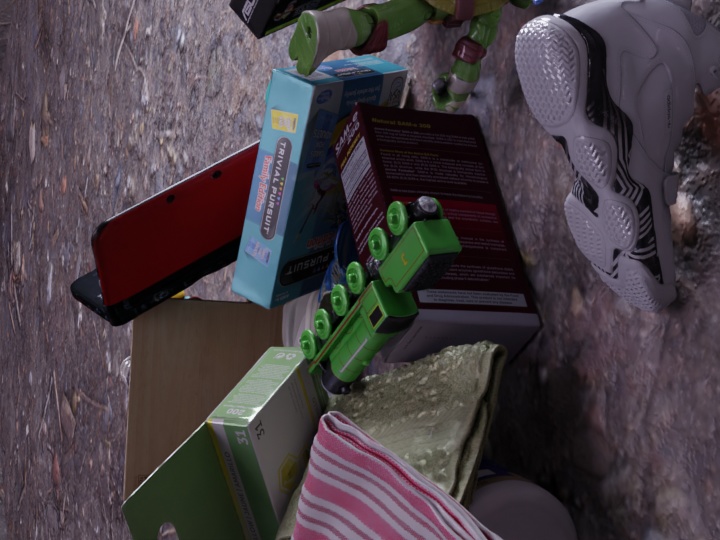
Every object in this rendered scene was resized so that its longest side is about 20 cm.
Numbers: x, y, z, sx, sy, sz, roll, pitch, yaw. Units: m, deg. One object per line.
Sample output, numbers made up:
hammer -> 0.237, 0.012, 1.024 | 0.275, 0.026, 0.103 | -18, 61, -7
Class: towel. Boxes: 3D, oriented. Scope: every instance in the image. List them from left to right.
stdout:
towel -> 0.013, 0.195, 0.823 | 0.146, 0.030, 0.201 | 35, 136, 21
towel -> 0.020, 0.127, 0.892 | 0.199, 0.036, 0.149 | -25, 37, 49

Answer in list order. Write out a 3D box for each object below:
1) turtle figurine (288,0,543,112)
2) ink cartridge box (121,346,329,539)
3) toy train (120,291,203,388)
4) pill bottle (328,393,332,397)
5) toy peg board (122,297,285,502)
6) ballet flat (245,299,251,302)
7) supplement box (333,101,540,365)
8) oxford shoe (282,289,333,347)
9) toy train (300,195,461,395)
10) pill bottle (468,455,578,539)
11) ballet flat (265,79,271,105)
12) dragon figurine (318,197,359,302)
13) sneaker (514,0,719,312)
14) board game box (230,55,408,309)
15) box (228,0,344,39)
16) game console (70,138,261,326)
turtle figurine -> 0.028, -0.190, 0.947 | 0.200, 0.192, 0.145 | 30, 123, 59
ink cartridge box -> -0.081, 0.169, 0.947 | 0.048, 0.200, 0.147 | 1, 120, 30
toy train -> -0.149, 0.095, 1.341 | 0.055, 0.199, 0.151 | -23, 52, 42
pill bottle -> -0.027, 0.202, 1.115 | 0.120, 0.119, 0.202 | 161, 111, -64
toy peg board -> -0.132, 0.129, 1.286 | 0.098, 0.197, 0.202 | -162, 75, -81
ballet flat -> -0.088, -0.045, 1.345 | 0.067, 0.067, 0.201 | -110, 34, -54
supplement box -> 0.053, -0.029, 0.975 | 0.061, 0.108, 0.201 | 125, 141, -48
oxford shoe -> -0.048, 0.115, 1.214 | 0.057, 0.075, 0.202 | 0, 86, 38
toy train -> 0.011, 0.023, 0.892 | 0.200, 0.041, 0.057 | -56, 51, 47
pill bottle -> 0.060, 0.184, 0.930 | 0.200, 0.115, 0.117 | -161, 75, -64
ballet flat -> -0.046, -0.133, 1.251 | 0.071, 0.065, 0.201 | -59, 27, 31
dragon figurine -> 0.000, 0.000, 1.057 | 0.201, 0.099, 0.059 | -62, -3, -48
sneaker -> 0.174, -0.078, 0.761 | 0.201, 0.114, 0.075 | 65, 166, -24
board game box -> -0.034, -0.081, 1.129 | 0.047, 0.151, 0.202 | 24, 115, 26
box -> 0.006, -0.289, 1.014 | 0.048, 0.199, 0.193 | 50, 143, 8
game console -> -0.178, -0.049, 1.209 | 0.172, 0.199, 0.120 | 23, 137, 54
